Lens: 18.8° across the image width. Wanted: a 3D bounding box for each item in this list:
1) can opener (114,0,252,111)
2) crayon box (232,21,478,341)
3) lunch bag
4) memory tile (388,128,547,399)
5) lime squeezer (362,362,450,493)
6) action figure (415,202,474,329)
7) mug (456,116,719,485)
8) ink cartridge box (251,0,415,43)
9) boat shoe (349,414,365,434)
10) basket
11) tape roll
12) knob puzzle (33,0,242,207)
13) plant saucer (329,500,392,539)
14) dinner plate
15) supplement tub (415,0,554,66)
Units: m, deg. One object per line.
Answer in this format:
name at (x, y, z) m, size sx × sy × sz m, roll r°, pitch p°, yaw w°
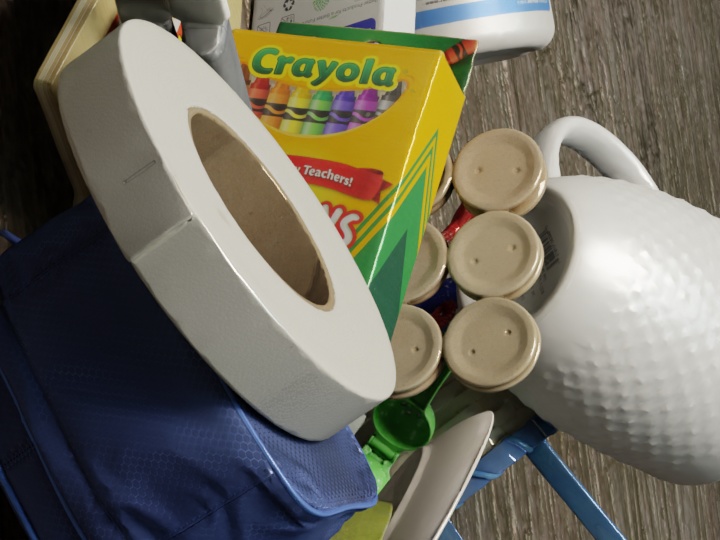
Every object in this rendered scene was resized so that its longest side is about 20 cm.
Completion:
can opener at (-0.084, -0.123, 1.036) m, size 0.200 × 0.053 × 0.067 m, roll 78°, pitch 14°, yaw -65°
crayon box at (-0.025, -0.053, 1.146) m, size 0.051 × 0.127 × 0.201 m, roll 56°, pitch 47°, yaw -58°
lunch bag at (-0.103, 0.060, 0.968) m, size 0.200 × 0.132 × 0.136 m, roll 59°, pitch 13°, yaw 15°
memory tile at (0.000, 0.000, 1.149) m, size 0.017 × 0.199 × 0.154 m, roll 55°, pitch 34°, yaw -58°
lime squeezer at (0.010, 0.108, 1.200) m, size 0.038 × 0.200 × 0.071 m, roll 34°, pitch 12°, yaw -13°
action figure at (0.020, 0.015, 1.221) m, size 0.065 × 0.052 × 0.200 m, roll 49°, pitch 48°, yaw 6°
mug at (0.142, 0.003, 1.224) m, size 0.175 × 0.147 × 0.201 m, roll 26°, pitch 46°, yaw -38°
ink cartridge box at (-0.021, -0.077, 1.241) m, size 0.039 × 0.099 × 0.201 m, roll 35°, pitch 52°, yaw -47°
boat shoe at (-0.065, 0.119, 1.137) m, size 0.064 × 0.071 × 0.200 m, roll 39°, pitch 36°, yaw -1°
basket at (0.077, 0.126, 1.300) m, size 0.200 × 0.139 × 0.176 m, roll 51°, pitch 25°, yaw 11°
tape roll at (-0.056, -0.018, 0.950) m, size 0.203 × 0.037 × 0.203 m, roll 52°, pitch 14°, yaw -18°
knob puzzle at (-0.110, -0.106, 1.114) m, size 0.220 × 0.030 × 0.220 m, roll 14°, pitch 90°, yaw -73°
plant saucer at (-0.051, 0.188, 1.042) m, size 0.031 × 0.200 × 0.200 m, roll 34°, pitch 37°, yaw -1°
dinner plate at (0.004, 0.149, 1.082) m, size 0.024 × 0.200 × 0.200 m, roll 33°, pitch 38°, yaw -3°
supplement tub at (0.046, -0.231, 1.393) m, size 0.132 × 0.132 × 0.201 m, roll -11°, pitch 90°, yaw -64°
